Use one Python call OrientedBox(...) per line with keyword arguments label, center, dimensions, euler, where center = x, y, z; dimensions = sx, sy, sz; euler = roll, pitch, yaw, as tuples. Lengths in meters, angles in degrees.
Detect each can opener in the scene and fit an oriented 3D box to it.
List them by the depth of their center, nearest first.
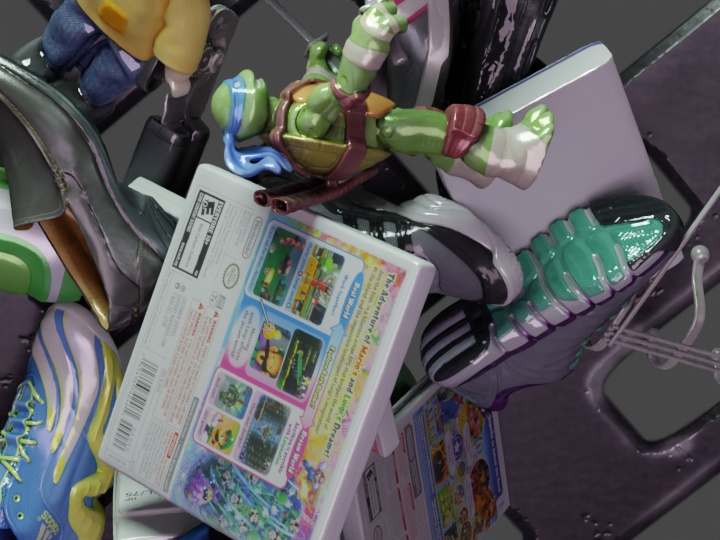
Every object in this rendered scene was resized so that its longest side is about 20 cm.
OrientedBox(label="can opener", center=(-0.139, -0.094, 1.364), dimensions=(0.067, 0.053, 0.200), euler=(31, 110, 19))

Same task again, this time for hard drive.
OrientedBox(label="hard drive", center=(0.133, -0.047, 1.372), dimensions=(0.132, 0.025, 0.200), euler=(-28, 134, 0))

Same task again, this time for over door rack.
OrientedBox(label="over door rack", center=(0.258, -0.009, 1.391), dimensions=(0.147, 0.067, 0.200), euler=(15, 131, -33))

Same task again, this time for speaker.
OrientedBox(label="speaker", center=(-0.275, -0.036, 1.342), dimensions=(0.199, 0.088, 0.089), euler=(12, 110, -11))

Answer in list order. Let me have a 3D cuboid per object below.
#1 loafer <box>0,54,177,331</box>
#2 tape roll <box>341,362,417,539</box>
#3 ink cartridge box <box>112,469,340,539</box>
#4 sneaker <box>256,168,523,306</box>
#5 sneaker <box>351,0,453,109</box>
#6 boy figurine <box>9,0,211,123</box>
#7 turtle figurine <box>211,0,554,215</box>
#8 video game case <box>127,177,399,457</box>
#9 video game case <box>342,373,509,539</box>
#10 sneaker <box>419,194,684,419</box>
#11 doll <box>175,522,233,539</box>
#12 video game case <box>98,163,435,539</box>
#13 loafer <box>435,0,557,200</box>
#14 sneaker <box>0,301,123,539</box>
OrientedBox(label="loafer", center=(-0.191, -0.051, 1.282), dimensions=(0.200, 0.073, 0.072), euler=(48, 63, -7))
OrientedBox(label="tape roll", center=(-0.047, 0.130, 1.455), dimensions=(0.200, 0.048, 0.201), euler=(-2, 112, -5))
OrientedBox(label="ink cartridge box", center=(-0.085, 0.228, 1.386), dimensions=(0.146, 0.146, 0.201), euler=(-5, 112, -4))
OrientedBox(label="sneaker", center=(0.000, 0.000, 1.336), dimensions=(0.200, 0.114, 0.076), euler=(24, 146, 19))
OrientedBox(label="sneaker", center=(-0.002, -0.187, 1.312), dimensions=(0.120, 0.084, 0.201), euler=(-1, 104, -11))
OrientedBox(label="boy figurine", center=(-0.141, -0.165, 1.264), dimensions=(0.124, 0.064, 0.200), euler=(52, 137, 3))
OrientedBox(label="turtle figurine", center=(0.015, -0.125, 1.218), dimensions=(0.193, 0.201, 0.144), euler=(16, 144, -20))
OrientedBox(label="video game case", center=(-0.064, 0.030, 1.315), dimensions=(0.017, 0.200, 0.143), euler=(-43, 141, -27))
OrientedBox(label="video game case", center=(0.046, 0.149, 1.405), dimensions=(0.018, 0.200, 0.144), euler=(5, 116, 30))
OrientedBox(label="sneaker", center=(0.139, 0.025, 1.372), dimensions=(0.200, 0.075, 0.088), euler=(-32, 134, 18))
OrientedBox(label="doll", center=(-0.063, 0.211, 1.276), dimensions=(0.136, 0.048, 0.201), euler=(6, 102, 3))
OrientedBox(label="video game case", center=(-0.061, 0.058, 1.227), dimensions=(0.024, 0.182, 0.201), euler=(10, 102, -55))
OrientedBox(label="loafer", center=(0.095, -0.129, 1.355), dimensions=(0.070, 0.068, 0.201), euler=(5, 114, -15))
OrientedBox(label="sneaker", center=(-0.217, 0.125, 1.397), dimensions=(0.076, 0.105, 0.201), euler=(16, 116, 29))
